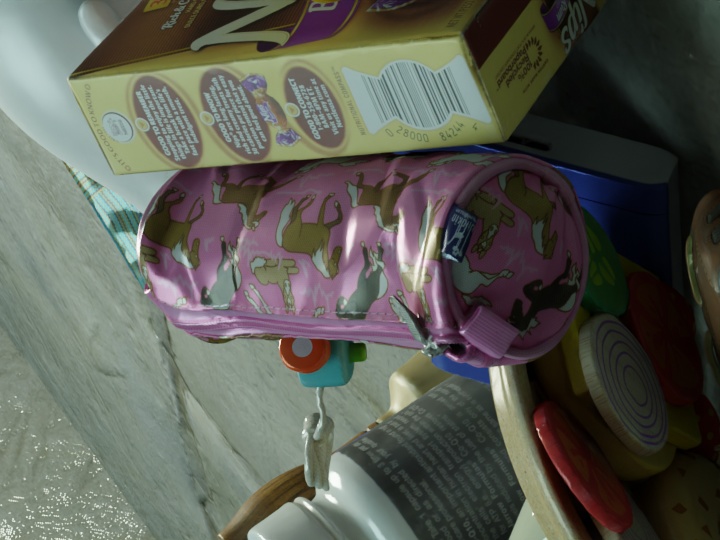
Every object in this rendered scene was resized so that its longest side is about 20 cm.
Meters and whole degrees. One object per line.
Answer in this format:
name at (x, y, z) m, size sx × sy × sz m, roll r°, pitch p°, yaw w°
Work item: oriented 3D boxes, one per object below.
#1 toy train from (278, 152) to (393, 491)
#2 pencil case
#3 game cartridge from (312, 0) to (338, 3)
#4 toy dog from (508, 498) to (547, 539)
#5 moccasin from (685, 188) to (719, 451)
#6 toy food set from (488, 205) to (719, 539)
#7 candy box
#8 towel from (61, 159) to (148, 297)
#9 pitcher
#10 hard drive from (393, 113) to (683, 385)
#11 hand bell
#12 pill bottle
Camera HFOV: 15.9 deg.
toy train at (0.000, 0.000, 1.227) m, size 0.200 × 0.056 × 0.150 m, roll -87°, pitch -11°, yaw -46°
pencil case at (-0.003, -0.007, 1.053) m, size 0.200 × 0.087 × 0.083 m, roll 3°, pitch 102°, yaw 47°
game cartridge at (-0.018, -0.232, 0.975) m, size 0.176 × 0.032 × 0.200 m, roll 51°, pitch 133°, yaw 23°
toy dog at (0.096, 0.164, 1.227) m, size 0.194 × 0.140 × 0.200 m, roll 53°, pitch 131°, yaw 5°
moccasin at (0.181, 0.059, 1.051) m, size 0.201 × 0.074 × 0.078 m, roll 59°, pitch 180°, yaw -21°
toy food set at (0.118, 0.072, 1.086) m, size 0.198 × 0.049 × 0.200 m, roll 25°, pitch -134°, yaw -52°
candy box at (-0.010, -0.098, 1.078) m, size 0.200 × 0.117 × 0.056 m, roll -5°, pitch 123°, yaw 35°
towel at (-0.115, -0.096, 1.363) m, size 0.147 × 0.022 × 0.200 m, roll -38°, pitch 84°, yaw 34°
pitcher at (-0.108, -0.095, 1.239) m, size 0.200 × 0.121 × 0.172 m, roll 52°, pitch 173°, yaw -2°
hard drive at (0.086, -0.001, 1.208) m, size 0.132 × 0.025 × 0.200 m, roll 16°, pitch 148°, yaw 19°
hand bell at (0.005, 0.101, 1.463) m, size 0.104 × 0.200 × 0.104 m, roll 52°, pitch 166°, yaw 19°
pill bottle at (0.048, 0.123, 1.363) m, size 0.114 × 0.200 × 0.114 m, roll 52°, pitch 165°, yaw 21°
